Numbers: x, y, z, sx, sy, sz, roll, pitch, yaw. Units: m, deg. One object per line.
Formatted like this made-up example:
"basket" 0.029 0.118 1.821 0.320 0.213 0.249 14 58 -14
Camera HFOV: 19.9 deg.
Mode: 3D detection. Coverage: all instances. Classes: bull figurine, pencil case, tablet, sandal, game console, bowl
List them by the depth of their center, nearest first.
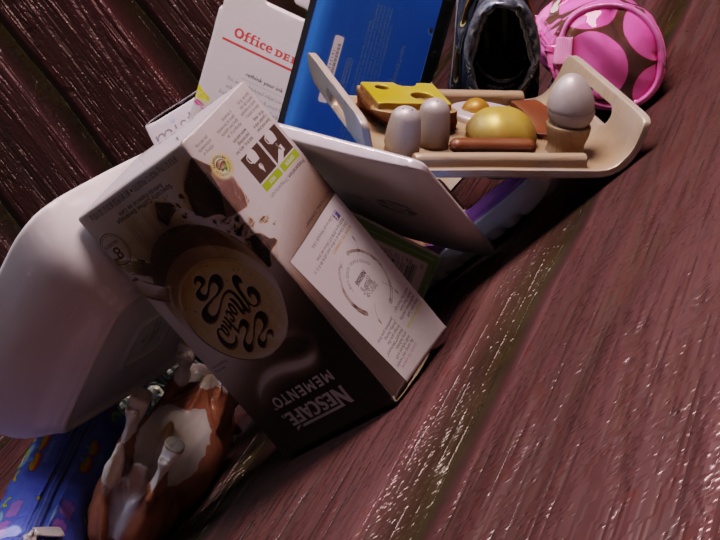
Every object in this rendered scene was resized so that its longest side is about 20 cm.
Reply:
"tablet" 0.006 -0.051 1.319 0.200 0.129 0.014 41 -113 -68
"bowl" -0.164 0.022 1.352 0.199 0.075 0.200 -31 -22 -50
"pencil case" -0.205 0.161 1.363 0.200 0.078 0.087 -69 4 -57
"bull figurine" -0.122 0.109 1.364 0.200 0.065 0.122 -63 -8 -53
"sandal" 0.045 -0.020 1.448 0.202 0.050 0.082 -37 8 16
"pencil case" 0.175 -0.168 1.545 0.200 0.093 0.091 -87 15 -81
"game console" -0.003 -0.143 1.554 0.118 0.170 0.201 18 94 55

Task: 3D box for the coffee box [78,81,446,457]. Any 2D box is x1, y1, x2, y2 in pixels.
"coffee box" -0.058 0.003 1.250 0.113 0.200 0.080 -31 14 42

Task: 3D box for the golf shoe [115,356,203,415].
"golf shoe" -0.174 0.073 1.567 0.200 0.077 0.088 -30 5 42

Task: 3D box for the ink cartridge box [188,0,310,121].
"ink cartridge box" -0.064 -0.137 1.619 0.068 0.115 0.201 -25 -43 -59

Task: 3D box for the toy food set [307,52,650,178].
"toy food set" 0.075 -0.115 1.361 0.199 0.061 0.144 0 24 -18

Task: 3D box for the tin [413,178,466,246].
"tin" 0.000 0.000 1.584 0.200 0.042 0.112 -43 14 -25

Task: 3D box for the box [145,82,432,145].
"box" -0.057 -0.142 1.767 0.199 0.097 0.176 -29 0 17

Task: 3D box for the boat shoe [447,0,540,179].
"boat shoe" 0.098 -0.134 1.510 0.070 0.201 0.091 -3 37 3

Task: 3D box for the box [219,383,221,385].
"box" -0.158 0.128 1.570 0.110 0.035 0.200 -29 13 46

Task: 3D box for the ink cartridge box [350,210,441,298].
"ink cartridge box" -0.041 -0.014 1.415 0.200 0.103 0.060 16 82 62

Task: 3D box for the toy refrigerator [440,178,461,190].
"toy refrigerator" -0.003 -0.065 1.801 0.200 0.076 0.070 -30 12 42
